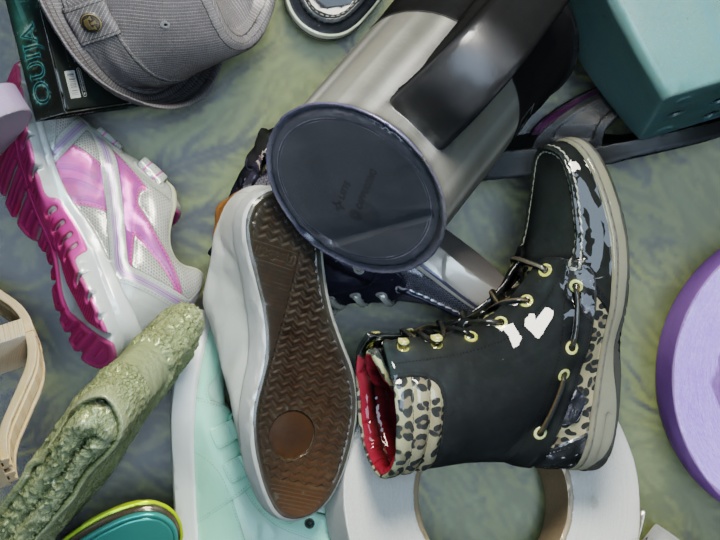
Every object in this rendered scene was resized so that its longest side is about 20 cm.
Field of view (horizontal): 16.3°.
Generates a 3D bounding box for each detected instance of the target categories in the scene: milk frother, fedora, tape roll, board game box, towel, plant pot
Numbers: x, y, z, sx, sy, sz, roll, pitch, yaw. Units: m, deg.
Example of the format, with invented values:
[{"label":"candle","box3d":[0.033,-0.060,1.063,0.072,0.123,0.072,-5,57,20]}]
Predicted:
[{"label":"milk frother","box3d":[0.011,-0.140,1.459,0.200,0.181,0.188,31,47,8]},{"label":"fedora","box3d":[-0.116,-0.195,1.493,0.090,0.177,0.200,-12,110,33]},{"label":"tape roll","box3d":[0.077,0.142,1.548,0.203,0.037,0.203,4,80,-21]},{"label":"board game box","box3d":[-0.171,-0.195,1.522,0.028,0.135,0.200,-13,91,31]},{"label":"tape roll","box3d":[0.289,0.067,1.575,0.200,0.066,0.200,0,90,-3]},{"label":"towel","box3d":[-0.165,0.113,1.481,0.036,0.148,0.200,37,122,2]},{"label":"plant pot","box3d":[0.181,-0.192,1.503,0.141,0.141,0.200,-16,78,-8]}]

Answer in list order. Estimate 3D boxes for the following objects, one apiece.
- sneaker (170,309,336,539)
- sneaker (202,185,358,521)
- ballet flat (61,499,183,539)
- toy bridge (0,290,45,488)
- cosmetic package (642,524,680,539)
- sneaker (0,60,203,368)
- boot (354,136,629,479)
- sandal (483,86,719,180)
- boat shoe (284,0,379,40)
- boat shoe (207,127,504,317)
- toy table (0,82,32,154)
[{"label":"sneaker","box3d":[-0.059,0.120,1.556,0.118,0.074,0.201,-3,94,-3]},{"label":"sneaker","box3d":[-0.052,0.048,1.508,0.073,0.085,0.200,-5,94,-27]},{"label":"ballet flat","box3d":[-0.187,0.205,1.543,0.067,0.067,0.200,36,102,-22]},{"label":"toy bridge","box3d":[-0.225,0.051,1.505,0.067,0.200,0.027,-18,133,-3]},{"label":"cosmetic package","box3d":[0.210,0.219,1.504,0.101,0.200,0.071,37,89,-2]},{"label":"sneaker","box3d":[-0.161,-0.042,1.548,0.088,0.081,0.200,-18,79,-26]},{"label":"boot","box3d":[0.077,0.026,1.488,0.154,0.073,0.204,-4,99,-25]},{"label":"sandal","box3d":[0.136,-0.089,1.560,0.200,0.075,0.048,-8,98,-2]},{"label":"boat shoe","box3d":[0.007,-0.239,1.561,0.075,0.062,0.200,26,91,-4]},{"label":"boat shoe","box3d":[0.000,0.000,1.565,0.200,0.075,0.093,34,102,0]},{"label":"toy table","box3d":[-0.292,-0.094,1.499,0.200,0.184,0.117,-35,86,32]}]
